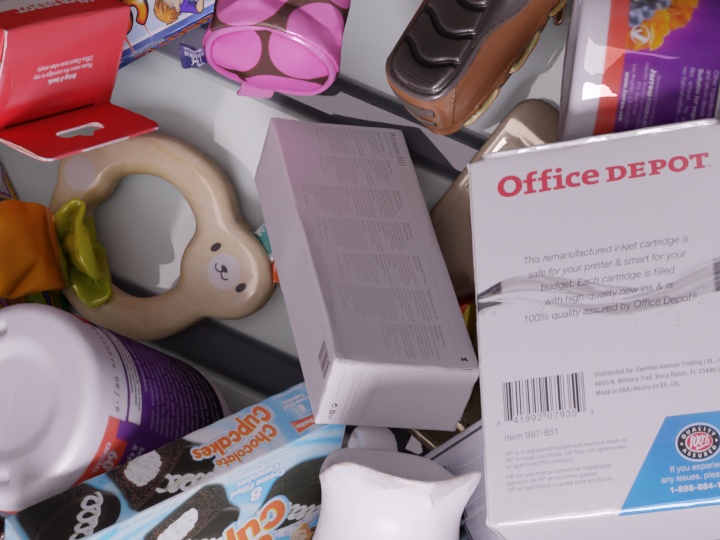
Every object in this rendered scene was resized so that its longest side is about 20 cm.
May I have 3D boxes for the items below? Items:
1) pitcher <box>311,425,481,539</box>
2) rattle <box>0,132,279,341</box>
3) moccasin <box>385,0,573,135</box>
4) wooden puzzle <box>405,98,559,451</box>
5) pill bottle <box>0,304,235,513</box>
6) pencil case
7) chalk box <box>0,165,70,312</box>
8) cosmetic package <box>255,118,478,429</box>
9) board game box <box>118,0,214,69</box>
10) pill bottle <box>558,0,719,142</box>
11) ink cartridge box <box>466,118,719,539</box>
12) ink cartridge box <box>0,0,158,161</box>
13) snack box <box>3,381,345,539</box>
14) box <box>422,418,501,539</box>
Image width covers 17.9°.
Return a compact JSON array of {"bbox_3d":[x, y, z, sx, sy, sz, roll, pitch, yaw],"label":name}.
[{"bbox_3d":[0.005,0.188,1.209,0.120,0.172,0.202,5,96,-6],"label":"pitcher"},{"bbox_3d":[-0.109,-0.017,1.331,0.198,0.143,0.131,16,80,19],"label":"rattle"},{"bbox_3d":[0.093,-0.166,1.297,0.073,0.078,0.202,26,82,27],"label":"moccasin"},{"bbox_3d":[0.104,0.032,1.319,0.185,0.046,0.200,40,102,6],"label":"wooden puzzle"},{"bbox_3d":[-0.141,0.096,1.297,0.111,0.200,0.113,-9,71,27],"label":"pill bottle"},{"bbox_3d":[-0.039,-0.200,1.293,0.090,0.094,0.202,12,71,0],"label":"pencil case"},{"bbox_3d":[-0.278,-0.013,1.378,0.124,0.124,0.201,-28,88,14],"label":"chalk box"},{"bbox_3d":[0.000,0.000,1.264,0.082,0.201,0.051,3,131,-17],"label":"cosmetic package"},{"bbox_3d":[-0.140,-0.238,1.369,0.135,0.034,0.201,-26,88,15],"label":"board game box"},{"bbox_3d":[0.212,-0.107,1.243,0.198,0.111,0.113,7,96,1],"label":"pill bottle"},{"bbox_3d":[0.138,0.037,1.181,0.144,0.084,0.202,-8,69,16],"label":"ink cartridge box"},{"bbox_3d":[-0.218,-0.139,1.329,0.199,0.116,0.068,27,117,24],"label":"ink cartridge box"},{"bbox_3d":[-0.102,0.143,1.240,0.037,0.199,0.117,46,144,31],"label":"snack box"},{"bbox_3d":[0.103,0.133,1.263,0.199,0.060,0.117,-35,63,18],"label":"box"}]
